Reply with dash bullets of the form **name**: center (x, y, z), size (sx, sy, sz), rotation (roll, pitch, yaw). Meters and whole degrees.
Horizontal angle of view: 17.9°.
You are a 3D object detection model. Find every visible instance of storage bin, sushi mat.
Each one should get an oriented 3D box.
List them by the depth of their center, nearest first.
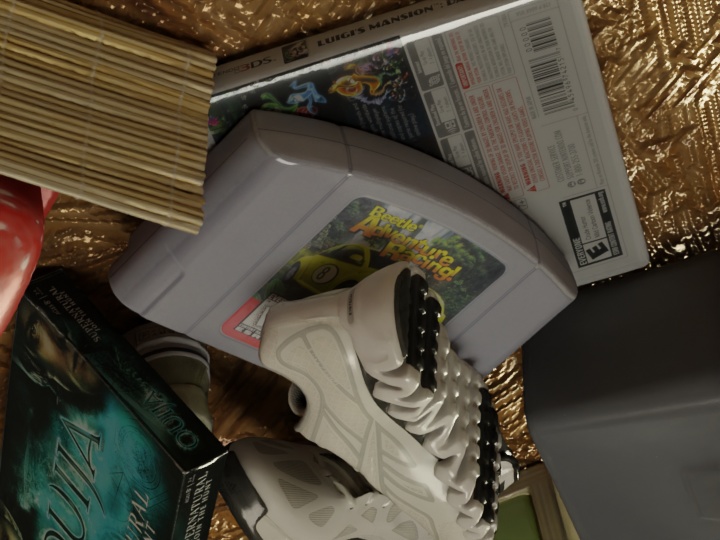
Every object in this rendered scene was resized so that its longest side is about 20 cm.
- **sushi mat**: center (-0.149, -0.082, 0.936), size (0.200, 0.096, 0.012), rotation (18, 149, -29)
- **storage bin**: center (0.167, 0.088, 1.172), size (0.134, 0.146, 0.200), rotation (-12, 139, 15)

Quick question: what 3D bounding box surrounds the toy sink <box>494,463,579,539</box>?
- **toy sink**: center (0.080, 0.227, 1.244), size (0.130, 0.200, 0.112), rotation (-22, 137, 12)

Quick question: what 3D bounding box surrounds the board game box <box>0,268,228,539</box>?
- **board game box**: center (-0.129, 0.113, 1.125), size (0.028, 0.135, 0.200), rotation (-25, 146, -34)

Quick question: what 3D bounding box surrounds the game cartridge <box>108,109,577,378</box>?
- **game cartridge**: center (0.000, 0.000, 1.072), size (0.200, 0.041, 0.133), rotation (24, 123, -34)

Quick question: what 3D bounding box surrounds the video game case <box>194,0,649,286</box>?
- **video game case**: center (0.031, -0.045, 1.072), size (0.182, 0.023, 0.200), rotation (-17, 138, 5)

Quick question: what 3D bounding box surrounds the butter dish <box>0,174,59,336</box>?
- **butter dish**: center (-0.217, 0.002, 0.943), size (0.199, 0.148, 0.200), rotation (24, 105, -37)

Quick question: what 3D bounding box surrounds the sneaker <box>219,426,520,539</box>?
- **sneaker**: center (0.009, 0.096, 1.171), size (0.115, 0.076, 0.200), rotation (-38, 155, 15)

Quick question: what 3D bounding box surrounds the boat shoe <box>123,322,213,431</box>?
- **boat shoe**: center (-0.115, 0.112, 1.176), size (0.072, 0.062, 0.200), rotation (0, 136, -13)

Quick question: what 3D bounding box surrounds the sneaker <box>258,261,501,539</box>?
- **sneaker**: center (0.015, 0.070, 1.083), size (0.081, 0.075, 0.200), rotation (-10, 138, 17)
